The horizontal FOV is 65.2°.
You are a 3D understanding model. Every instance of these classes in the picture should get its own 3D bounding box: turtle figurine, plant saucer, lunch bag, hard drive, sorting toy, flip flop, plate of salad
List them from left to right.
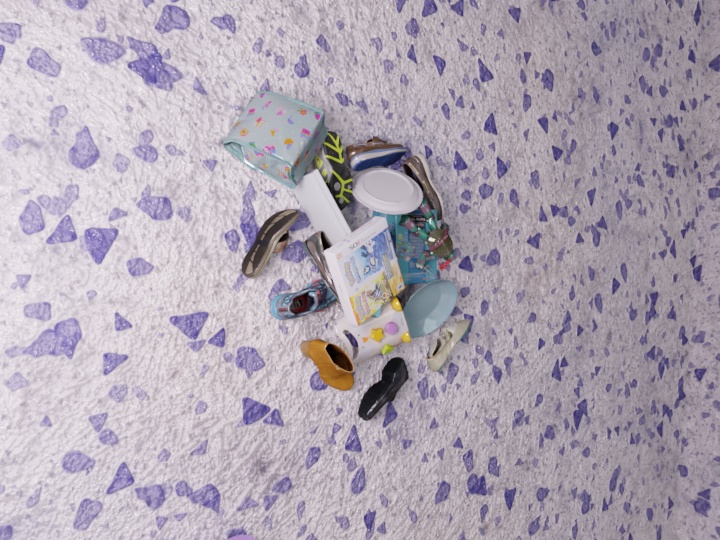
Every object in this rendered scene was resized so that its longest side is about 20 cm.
[{"bbox_3d":[-0.207,-0.061,1.331,0.058,0.080,0.202,46,65,-44],"label":"flip flop"},{"bbox_3d":[-0.199,-0.312,1.303,0.197,0.122,0.173,25,72,11],"label":"lunch bag"},{"bbox_3d":[-0.094,-0.144,1.374,0.026,0.131,0.202,-39,111,-27],"label":"hard drive"},{"bbox_3d":[0.026,0.159,1.470,0.178,0.107,0.203,-28,115,-16],"label":"sorting toy"},{"bbox_3d":[0.068,-0.205,1.488,0.198,0.200,0.049,-23,144,-33],"label":"plate of salad"},{"bbox_3d":[0.184,0.099,1.590,0.198,0.039,0.204,-20,132,-23],"label":"plant saucer"},{"bbox_3d":[0.197,-0.082,1.506,0.150,0.100,0.201,-48,111,-22],"label":"turtle figurine"}]

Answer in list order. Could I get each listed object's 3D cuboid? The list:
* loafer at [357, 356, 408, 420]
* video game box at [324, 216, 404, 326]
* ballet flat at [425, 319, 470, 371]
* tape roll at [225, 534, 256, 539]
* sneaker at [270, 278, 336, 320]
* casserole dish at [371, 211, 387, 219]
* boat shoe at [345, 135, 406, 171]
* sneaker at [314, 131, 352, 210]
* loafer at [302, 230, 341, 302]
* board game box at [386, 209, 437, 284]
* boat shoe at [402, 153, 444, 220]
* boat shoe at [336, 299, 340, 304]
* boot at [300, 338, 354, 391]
[{"bbox_3d":[0.070,0.331,1.522,0.200,0.072,0.073,-48,119,-25],"label":"loafer"},{"bbox_3d":[0.015,0.000,1.360,0.181,0.046,0.203,-35,121,-30],"label":"video game box"},{"bbox_3d":[0.255,0.205,1.663,0.070,0.069,0.201,49,63,-24],"label":"ballet flat"},{"bbox_3d":[-0.283,0.663,1.181,0.199,0.199,0.066,-39,109,-29],"label":"tape roll"},{"bbox_3d":[-0.117,0.076,1.375,0.198,0.095,0.081,-23,102,-35],"label":"sneaker"},{"bbox_3d":[0.119,-0.128,1.585,0.197,0.038,0.124,16,80,-34],"label":"casserole dish"},{"bbox_3d":[0.044,-0.323,1.511,0.198,0.072,0.073,-18,73,-42],"label":"boat shoe"},{"bbox_3d":[-0.074,-0.251,1.430,0.075,0.076,0.204,-23,113,-36],"label":"sneaker"},{"bbox_3d":[-0.066,-0.005,1.389,0.201,0.063,0.072,53,28,4],"label":"loafer"},{"bbox_3d":[0.142,-0.066,1.550,0.148,0.047,0.205,-2,94,-35],"label":"board game box"},{"bbox_3d":[0.179,-0.229,1.612,0.059,0.071,0.203,-28,101,-26],"label":"boat shoe"},{"bbox_3d":[0.000,0.000,1.481,0.073,0.062,0.203,32,71,-30],"label":"boat shoe"},{"bbox_3d":[-0.054,0.242,1.389,0.201,0.143,0.071,46,66,-26],"label":"boot"}]
